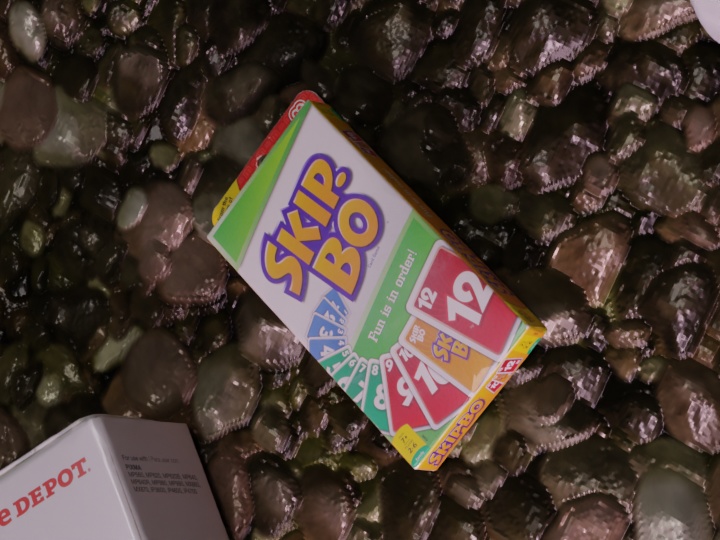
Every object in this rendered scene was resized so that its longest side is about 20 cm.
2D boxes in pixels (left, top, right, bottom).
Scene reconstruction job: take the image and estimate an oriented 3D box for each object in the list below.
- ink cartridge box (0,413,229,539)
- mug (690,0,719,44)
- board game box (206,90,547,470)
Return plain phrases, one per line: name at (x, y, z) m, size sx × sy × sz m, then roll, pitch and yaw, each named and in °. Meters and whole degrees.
ink cartridge box at (-0.133, 0.196, 1.217) m, size 0.144 × 0.084 × 0.201 m, roll -32°, pitch 69°, yaw 26°
mug at (0.234, -0.145, 1.019) m, size 0.153 × 0.186 × 0.151 m, roll 23°, pitch 129°, yaw 41°
board game box at (0.000, 0.000, 1.193) m, size 0.096 × 0.030 × 0.200 m, roll -52°, pitch 59°, yaw 16°
